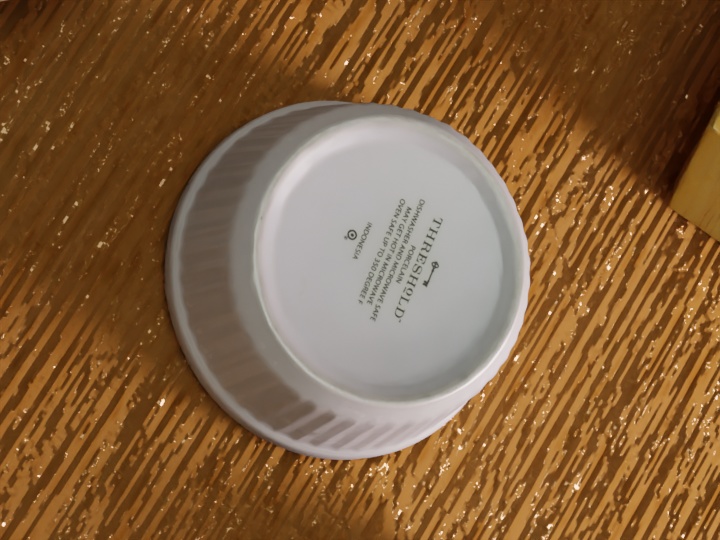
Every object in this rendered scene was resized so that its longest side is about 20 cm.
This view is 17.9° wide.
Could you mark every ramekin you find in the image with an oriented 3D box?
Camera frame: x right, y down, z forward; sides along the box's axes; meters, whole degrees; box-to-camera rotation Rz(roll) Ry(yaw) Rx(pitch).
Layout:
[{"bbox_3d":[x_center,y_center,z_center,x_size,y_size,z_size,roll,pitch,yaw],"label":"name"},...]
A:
[{"bbox_3d":[0.000,0.000,1.248,0.202,0.094,0.203,3,81,-20],"label":"ramekin"}]

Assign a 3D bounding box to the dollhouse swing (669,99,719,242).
[{"bbox_3d":[0.306,-0.098,1.344,0.175,0.182,0.200,28,73,6],"label":"dollhouse swing"}]
